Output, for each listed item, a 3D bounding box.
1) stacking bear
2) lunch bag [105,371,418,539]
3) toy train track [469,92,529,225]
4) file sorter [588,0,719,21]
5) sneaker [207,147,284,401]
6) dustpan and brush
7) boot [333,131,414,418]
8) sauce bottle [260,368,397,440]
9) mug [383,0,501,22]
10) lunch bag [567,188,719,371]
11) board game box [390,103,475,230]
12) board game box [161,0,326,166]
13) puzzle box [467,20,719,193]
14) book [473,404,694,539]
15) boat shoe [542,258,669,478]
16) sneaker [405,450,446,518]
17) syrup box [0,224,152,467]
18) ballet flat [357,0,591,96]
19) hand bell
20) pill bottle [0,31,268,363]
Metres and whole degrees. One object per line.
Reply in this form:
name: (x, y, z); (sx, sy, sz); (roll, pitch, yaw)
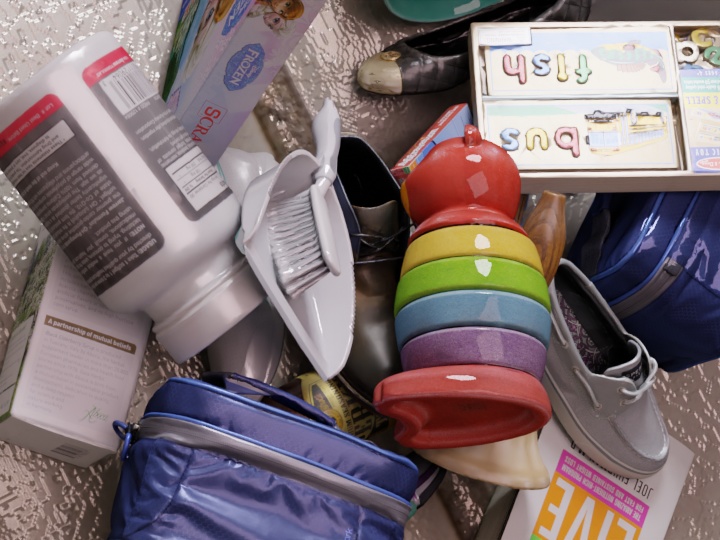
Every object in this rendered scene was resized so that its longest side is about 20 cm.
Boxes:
stacking bear: (0.070, 0.005, 1.348); (0.113, 0.122, 0.201); (-5, 68, 11)
lunch bag: (-0.070, 0.142, 1.297); (0.199, 0.136, 0.133); (22, 75, -10)
toy train track: (0.115, -0.074, 1.556); (0.114, 0.032, 0.201); (21, 75, -27)
file sorter: (0.295, -0.225, 1.583); (0.139, 0.200, 0.125); (47, 59, -8)
sneaker: (-0.100, 0.005, 1.405); (0.080, 0.070, 0.202); (13, 63, -34)
dustpan and brush: (-0.033, -0.044, 1.340); (0.201, 0.057, 0.140); (-99, 164, -48)
boot: (0.000, 0.000, 1.405); (0.074, 0.097, 0.201); (-10, 57, -20)
sauce bottle: (-0.028, 0.103, 1.424); (0.199, 0.065, 0.065); (-26, 89, -27)
mug: (0.067, -0.271, 1.525); (0.151, 0.185, 0.115); (-19, 70, -8)
lunch bag: (0.244, -0.041, 1.537); (0.132, 0.136, 0.201); (34, 63, -14)
board game box: (0.088, -0.011, 1.476); (0.103, 0.019, 0.201); (-48, 121, -49)
board game box: (-0.075, -0.186, 1.361); (0.041, 0.200, 0.200); (23, 43, -17)
puzzle box: (0.180, -0.120, 1.471); (0.198, 0.025, 0.134); (-1, 65, -3)
book: (0.163, 0.192, 1.506); (0.133, 0.048, 0.201); (33, 63, -16)
boat shoe: (0.176, 0.073, 1.475); (0.201, 0.071, 0.070); (52, 55, -17)
sneaker: (-0.028, 0.167, 1.405); (0.200, 0.074, 0.088); (-37, 89, -27)
syrup box: (-0.185, 0.023, 1.361); (0.081, 0.079, 0.201); (20, 69, -19)
ballet flat: (0.085, -0.183, 1.534); (0.199, 0.067, 0.057); (-23, 131, -17)
hand bell: (0.110, 0.042, 1.414); (0.103, 0.104, 0.201); (12, 98, -22)
pill bottle: (-0.145, -0.044, 1.289); (0.111, 0.111, 0.200); (-39, 95, -27)
